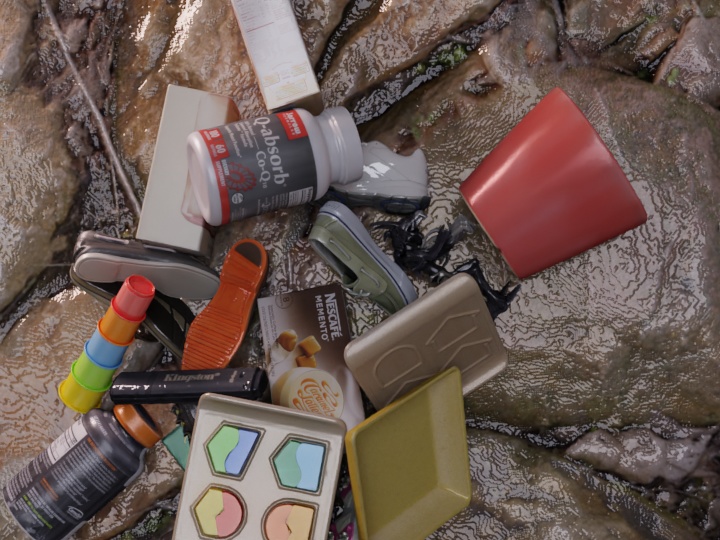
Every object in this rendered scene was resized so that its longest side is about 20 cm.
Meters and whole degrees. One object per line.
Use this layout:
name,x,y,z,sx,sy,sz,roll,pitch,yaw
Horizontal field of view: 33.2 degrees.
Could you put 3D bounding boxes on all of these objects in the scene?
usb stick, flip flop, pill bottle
usb stick,-0.214,0.143,1.493,0.197,0.056,0.033,-3,112,12
flip flop,-0.293,0.054,1.569,0.199,0.081,0.058,32,123,-5
pill bottle,-0.105,-0.133,1.477,0.197,0.116,0.117,-16,85,-16
pill bottle,-0.346,0.249,1.533,0.200,0.106,0.107,-41,85,-2

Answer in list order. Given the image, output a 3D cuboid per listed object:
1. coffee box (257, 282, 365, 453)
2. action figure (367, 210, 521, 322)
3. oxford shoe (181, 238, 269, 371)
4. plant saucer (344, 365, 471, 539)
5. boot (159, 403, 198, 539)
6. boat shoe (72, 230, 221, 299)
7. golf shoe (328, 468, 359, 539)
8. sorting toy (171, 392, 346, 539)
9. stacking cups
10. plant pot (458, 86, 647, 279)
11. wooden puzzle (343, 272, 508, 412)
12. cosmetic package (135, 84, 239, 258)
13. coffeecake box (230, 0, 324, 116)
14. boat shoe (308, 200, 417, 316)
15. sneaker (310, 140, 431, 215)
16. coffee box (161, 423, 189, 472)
coffee box,-0.059,0.130,1.528,0.113,0.080,0.203,-9,72,0
action figure,0.110,-0.024,1.543,0.199,0.119,0.103,35,97,-5
oxford shoe,-0.166,0.062,1.556,0.071,0.073,0.202,25,82,13
plant saucer,0.052,0.239,1.483,0.048,0.199,0.203,13,120,41
boot,-0.193,0.243,1.513,0.198,0.069,0.176,-28,80,-5
boat shoe,-0.270,-0.012,1.555,0.198,0.067,0.058,11,47,-25
golf shoe,0.017,0.303,1.547,0.091,0.075,0.202,24,79,-26
sorting toy,-0.121,0.261,1.442,0.182,0.036,0.203,11,89,0
stacking cups,-0.312,0.093,1.524,0.060,0.060,0.201,39,117,4
plant pot,0.232,-0.096,1.513,0.176,0.200,0.202,-35,85,7
wooden puzzle,0.082,0.101,1.515,0.184,0.201,0.046,-32,48,-2
cosmetic package,-0.221,-0.126,1.563,0.086,0.103,0.203,12,87,1
coffeecake box,-0.111,-0.293,1.547,0.072,0.154,0.203,-19,85,0
boat shoe,0.000,0.000,1.527,0.200,0.072,0.062,50,65,-28
sneaker,-0.004,-0.126,1.583,0.197,0.075,0.088,7,70,-2
coffee box,-0.149,0.257,1.559,0.123,0.044,0.200,-41,86,-3
